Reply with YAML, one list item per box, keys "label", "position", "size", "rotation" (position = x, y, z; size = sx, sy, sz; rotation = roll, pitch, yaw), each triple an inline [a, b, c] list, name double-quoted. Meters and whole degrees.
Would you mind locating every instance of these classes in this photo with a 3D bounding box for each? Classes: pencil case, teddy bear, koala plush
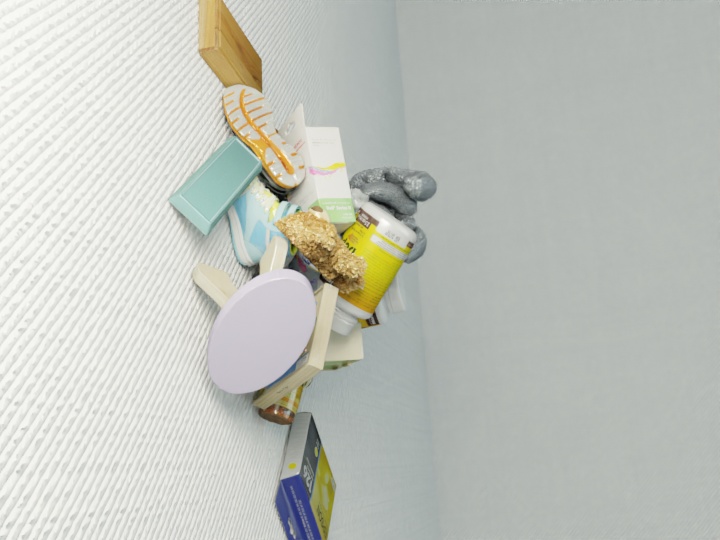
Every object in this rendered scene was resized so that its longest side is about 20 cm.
- label: "pencil case"
  position: [-0.082, -0.009, 1.435]
  size: [0.091, 0.083, 0.200]
  rotation: [46, -22, 3]
- label: "teddy bear"
  position: [-0.051, -0.034, 1.161]
  size: [0.145, 0.067, 0.200]
  rotation: [40, -6, 45]
- label: "koala plush"
  position: [0.019, -0.088, 1.453]
  size: [0.200, 0.180, 0.182]
  rotation: [-45, 147, -55]

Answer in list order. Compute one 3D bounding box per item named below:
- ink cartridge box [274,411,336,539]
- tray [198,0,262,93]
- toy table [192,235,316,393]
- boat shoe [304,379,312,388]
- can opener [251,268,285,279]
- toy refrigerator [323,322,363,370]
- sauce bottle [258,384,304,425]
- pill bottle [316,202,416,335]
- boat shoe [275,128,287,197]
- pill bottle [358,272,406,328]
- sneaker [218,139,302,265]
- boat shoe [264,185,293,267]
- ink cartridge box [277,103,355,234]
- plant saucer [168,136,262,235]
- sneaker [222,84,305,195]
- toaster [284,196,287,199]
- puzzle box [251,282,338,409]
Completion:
- label: "ink cartridge box"
  position: [-0.094, 0.396, 1.424]
  size: [0.202, 0.046, 0.202]
  rotation: [-83, 163, -56]
- label: "tray"
  position: [-0.208, -0.351, 1.309]
  size: [0.200, 0.036, 0.101]
  rotation: [52, 33, -69]
- label: "toy table"
  position: [-0.139, 0.056, 1.088]
  size: [0.182, 0.200, 0.118]
  rotation: [32, 22, -32]
- label: "boat shoe"
  position: [-0.123, 0.106, 1.382]
  size: [0.074, 0.073, 0.208]
  rotation: [-4, 84, -66]
- label: "can opener"
  position: [-0.161, 0.088, 1.250]
  size: [0.079, 0.062, 0.205]
  rotation: [116, -13, -61]
- label: "toy refrigerator"
  position: [-0.058, 0.145, 1.448]
  size: [0.200, 0.074, 0.072]
  rotation: [142, -55, -69]
- label: "sauce bottle"
  position: [-0.113, 0.148, 1.313]
  size: [0.066, 0.064, 0.205]
  rotation: [60, 39, -61]
- label: "pill bottle"
  position: [0.000, 0.000, 1.301]
  size: [0.203, 0.108, 0.109]
  rotation: [-59, 169, 6]
- label: "boat shoe"
  position: [-0.141, -0.175, 1.388]
  size: [0.200, 0.064, 0.072]
  rotation: [47, 56, -20]
- label: "pill bottle"
  position: [-0.012, 0.060, 1.570]
  size: [0.109, 0.195, 0.112]
  rotation: [-12, 90, -80]
- label: "sneaker"
  position: [-0.145, -0.109, 1.239]
  size: [0.080, 0.127, 0.205]
  rotation: [-56, 139, -58]
- label: "boat shoe"
  position: [-0.152, -0.074, 1.366]
  size: [0.063, 0.071, 0.202]
  rotation: [55, 13, -34]
- label: "ink cartridge box"
  position: [-0.075, -0.156, 1.308]
  size: [0.117, 0.066, 0.206]
  rotation: [-31, -114, 58]
- label: "plant saucer"
  position: [-0.196, -0.127, 1.125]
  size: [0.070, 0.019, 0.201]
  rotation: [43, 34, -12]
- label: "sneaker"
  position: [-0.165, -0.206, 1.285]
  size: [0.203, 0.077, 0.077]
  rotation: [60, -27, 8]
- label: "toaster"
  position: [-0.095, -0.151, 1.539]
  size: [0.182, 0.115, 0.205]
  rotation: [-76, 156, -61]
- label: "puzzle box"
  position: [-0.100, 0.116, 1.201]
  size: [0.199, 0.025, 0.136]
  rotation: [-39, -147, 49]
